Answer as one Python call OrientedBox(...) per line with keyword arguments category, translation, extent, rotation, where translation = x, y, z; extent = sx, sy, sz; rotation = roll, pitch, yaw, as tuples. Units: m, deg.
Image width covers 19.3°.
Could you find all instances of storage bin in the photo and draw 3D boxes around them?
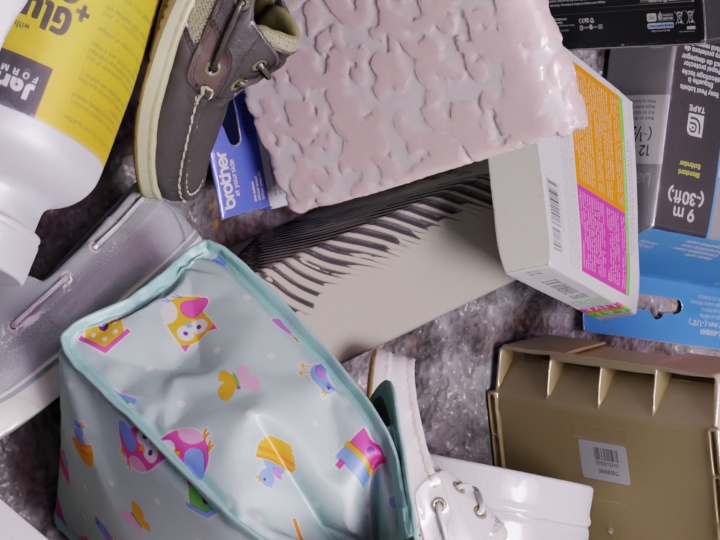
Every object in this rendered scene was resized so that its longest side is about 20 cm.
OrientedBox(category="storage bin", translation=(0.177, 0.141, 1.237), extent=(0.093, 0.199, 0.200), rotation=(-12, 101, -34))

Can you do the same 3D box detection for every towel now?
OrientedBox(category="towel", translation=(0.004, -0.141, 1.040), extent=(0.032, 0.190, 0.201), rotation=(-29, 100, -49))

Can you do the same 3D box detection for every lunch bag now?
OrientedBox(category="lunch bag", translation=(-0.049, 0.113, 1.023), extent=(0.122, 0.200, 0.171), rotation=(-36, 154, -30))

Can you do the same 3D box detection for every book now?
OrientedBox(category="book", translation=(0.115, -0.050, 1.189), extent=(0.200, 0.048, 0.135), rotation=(25, 58, -68))

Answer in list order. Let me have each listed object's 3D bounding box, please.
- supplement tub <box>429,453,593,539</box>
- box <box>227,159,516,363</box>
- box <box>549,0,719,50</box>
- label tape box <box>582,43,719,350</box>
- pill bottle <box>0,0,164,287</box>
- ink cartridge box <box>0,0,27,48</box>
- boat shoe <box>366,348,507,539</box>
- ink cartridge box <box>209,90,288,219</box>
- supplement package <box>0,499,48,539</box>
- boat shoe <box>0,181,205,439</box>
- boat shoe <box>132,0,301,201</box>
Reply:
OrientedBox(category="supplement tub", translation=(0.052, 0.208, 1.186), extent=(0.131, 0.132, 0.202), rotation=(13, 85, -38))
OrientedBox(category="box", translation=(0.000, 0.000, 1.164), extent=(0.199, 0.082, 0.069), rotation=(-25, 107, -36))
OrientedBox(category="box", translation=(0.128, -0.204, 1.174), extent=(0.043, 0.199, 0.162), rotation=(-10, 98, -37))
OrientedBox(category="label tape box", translation=(0.218, -0.053, 1.340), extent=(0.143, 0.066, 0.202), rotation=(9, 86, -38))
OrientedBox(category="pill bottle", translation=(-0.163, -0.100, 1.008), extent=(0.112, 0.112, 0.201), rotation=(27, 76, -36))
OrientedBox(category="ink cartridge box", translation=(-0.219, -0.139, 0.906), extent=(0.083, 0.199, 0.146), rotation=(35, 72, -34))
OrientedBox(category="boat shoe", translation=(0.042, 0.138, 1.098), extent=(0.069, 0.071, 0.202), rotation=(-8, 88, 5))
OrientedBox(category="ink cartridge box", translation=(-0.017, -0.105, 1.167), extent=(0.199, 0.042, 0.120), rotation=(-18, 102, -39))
OrientedBox(category="supplement package", translation=(-0.246, 0.108, 0.895), extent=(0.200, 0.120, 0.121), rotation=(39, 67, 6))
OrientedBox(category="boat shoe", translation=(-0.164, 0.027, 1.054), extent=(0.201, 0.070, 0.072), rotation=(-41, 96, -27))
OrientedBox(category="boat shoe", translation=(-0.061, -0.120, 1.026), extent=(0.072, 0.066, 0.202), rotation=(-57, 164, -66))
